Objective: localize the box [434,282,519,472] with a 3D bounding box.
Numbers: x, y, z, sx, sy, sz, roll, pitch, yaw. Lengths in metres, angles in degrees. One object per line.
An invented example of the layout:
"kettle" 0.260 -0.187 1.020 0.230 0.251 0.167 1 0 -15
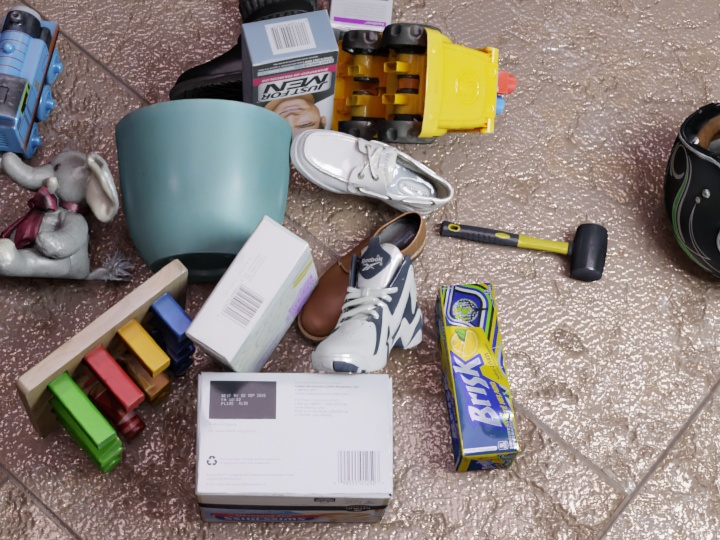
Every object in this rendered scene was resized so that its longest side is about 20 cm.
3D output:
"box" 0.127 0.118 1.378 0.064 0.070 0.200 -5 66 -4

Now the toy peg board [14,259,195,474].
"toy peg board" -0.238 0.114 1.284 0.199 0.200 0.098 -39 81 -20

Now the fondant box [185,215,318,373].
"fondant box" -0.109 0.037 1.309 0.058 0.200 0.144 32 81 6

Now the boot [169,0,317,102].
"boot" -0.143 -0.279 1.531 0.211 0.079 0.158 -14 63 -4

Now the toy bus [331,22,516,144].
"toy bus" 0.082 -0.219 1.489 0.192 0.200 0.136 -2 96 -35

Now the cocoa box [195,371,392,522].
"cocoa box" -0.070 0.187 1.296 0.200 0.131 0.134 1 66 -4

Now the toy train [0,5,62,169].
"toy train" -0.410 -0.221 1.464 0.087 0.114 0.200 9 66 -1

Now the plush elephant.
"plush elephant" -0.342 -0.068 1.374 0.200 0.165 0.155 2 88 -30

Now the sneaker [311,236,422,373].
"sneaker" 0.006 0.032 1.328 0.079 0.199 0.130 2 101 34

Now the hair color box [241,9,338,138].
"hair color box" -0.084 -0.212 1.439 0.099 0.200 0.061 -12 67 -10

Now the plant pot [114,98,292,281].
"plant pot" -0.173 -0.078 1.382 0.200 0.201 0.161 -2 75 -5

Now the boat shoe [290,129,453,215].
"boat shoe" 0.018 -0.118 1.411 0.200 0.069 0.071 16 77 -27

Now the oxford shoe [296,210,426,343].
"oxford shoe" 0.000 0.000 1.423 0.071 0.071 0.200 39 70 11

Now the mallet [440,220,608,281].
"mallet" 0.194 -0.025 1.471 0.200 0.041 0.066 3 68 2

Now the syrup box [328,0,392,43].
"syrup box" 0.003 -0.366 1.583 0.081 0.079 0.200 7 65 -2

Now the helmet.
"helmet" 0.448 -0.082 1.431 0.200 0.191 0.200 -9 33 6
